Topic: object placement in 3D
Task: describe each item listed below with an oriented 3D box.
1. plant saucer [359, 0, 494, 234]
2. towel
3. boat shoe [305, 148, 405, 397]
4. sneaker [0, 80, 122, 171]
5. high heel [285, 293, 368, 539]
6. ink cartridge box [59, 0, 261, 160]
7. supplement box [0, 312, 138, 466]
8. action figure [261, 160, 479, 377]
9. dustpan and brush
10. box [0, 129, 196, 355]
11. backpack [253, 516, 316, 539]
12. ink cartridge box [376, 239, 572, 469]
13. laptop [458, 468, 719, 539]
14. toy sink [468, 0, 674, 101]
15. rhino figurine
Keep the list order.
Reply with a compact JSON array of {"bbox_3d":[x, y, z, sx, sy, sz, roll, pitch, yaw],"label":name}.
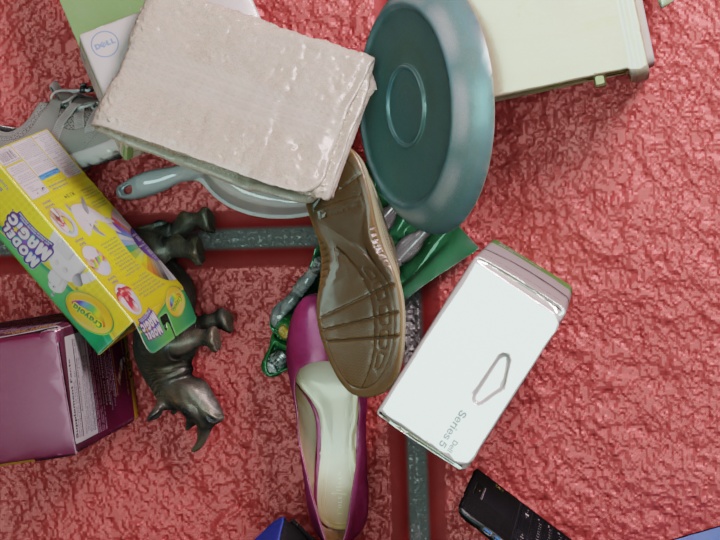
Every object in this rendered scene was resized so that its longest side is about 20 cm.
[{"bbox_3d":[0.044,-0.127,1.601,0.027,0.200,0.202,-5,94,-26],"label":"plant saucer"},{"bbox_3d":[-0.095,-0.137,1.619,0.199,0.035,0.133,20,74,5],"label":"towel"},{"bbox_3d":[0.000,0.000,1.646,0.072,0.065,0.202,-13,84,15],"label":"boat shoe"},{"bbox_3d":[-0.230,-0.125,1.717,0.199,0.075,0.082,-24,91,9],"label":"sneaker"},{"bbox_3d":[-0.028,0.124,1.670,0.067,0.096,0.201,-1,112,4],"label":"high heel"},{"bbox_3d":[-0.162,-0.206,1.676,0.145,0.048,0.201,-21,79,-11],"label":"ink cartridge box"},{"bbox_3d":[-0.268,0.093,1.676,0.130,0.200,0.104,-8,93,9],"label":"supplement box"},{"bbox_3d":[-0.012,0.015,1.711,0.118,0.055,0.200,43,100,4],"label":"action figure"},{"bbox_3d":[-0.113,-0.096,1.722,0.199,0.057,0.141,-16,83,2],"label":"dustpan and brush"},{"bbox_3d":[-0.219,-0.015,1.641,0.048,0.117,0.200,-43,89,21],"label":"box"},{"bbox_3d":[-0.045,0.321,1.629,0.168,0.163,0.200,-42,96,11],"label":"backpack"},{"bbox_3d":[0.094,0.062,1.623,0.084,0.200,0.146,32,97,4],"label":"ink cartridge box"},{"bbox_3d":[0.189,0.196,1.631,0.200,0.177,0.104,37,97,4],"label":"laptop"},{"bbox_3d":[0.174,-0.198,1.631,0.198,0.130,0.113,-12,92,7],"label":"toy sink"},{"bbox_3d":[-0.153,0.052,1.727,0.087,0.060,0.202,-7,95,21],"label":"rhino figurine"}]
